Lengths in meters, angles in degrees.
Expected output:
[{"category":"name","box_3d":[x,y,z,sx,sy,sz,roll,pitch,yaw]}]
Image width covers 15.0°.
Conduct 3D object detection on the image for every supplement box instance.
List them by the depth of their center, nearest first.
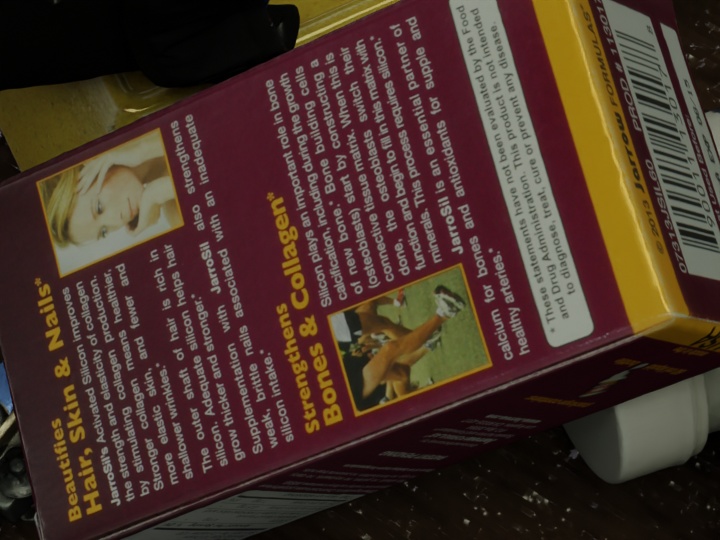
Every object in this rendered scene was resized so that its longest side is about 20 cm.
[{"category":"supplement box","box_3d":[0.000,0.000,0.766,0.200,0.086,0.111,-22,75,24]}]

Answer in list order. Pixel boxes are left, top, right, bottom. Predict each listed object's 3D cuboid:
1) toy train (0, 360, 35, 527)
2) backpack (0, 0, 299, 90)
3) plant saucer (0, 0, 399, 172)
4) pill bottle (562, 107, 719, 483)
[{"category":"toy train","box_3d":[-0.143,0.093,0.822,0.046,0.034,0.200,36,75,16]},{"category":"backpack","box_3d":[-0.097,-0.118,0.734,0.200,0.190,0.154,-13,88,-21]},{"category":"plant saucer","box_3d":[-0.044,-0.128,0.883,0.200,0.048,0.200,-25,79,-12]},{"category":"pill bottle","box_3d":[0.153,-0.007,0.836,0.200,0.111,0.111,-20,78,-11]}]
